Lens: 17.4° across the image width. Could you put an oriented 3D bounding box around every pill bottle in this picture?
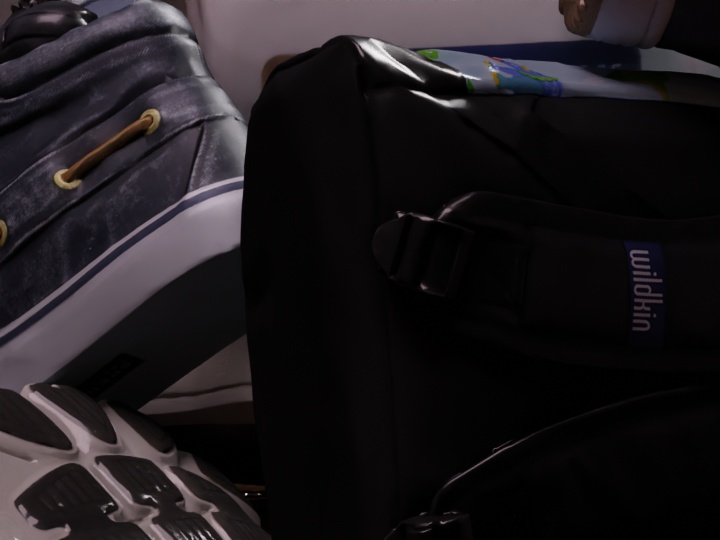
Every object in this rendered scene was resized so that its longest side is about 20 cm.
[{"bbox_3d":[0.038,-0.066,0.747,0.199,0.112,0.111,-4,16,-15],"label":"pill bottle"}]

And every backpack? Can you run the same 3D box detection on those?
[{"bbox_3d":[0.069,0.022,0.589,0.199,0.164,0.154,-7,1,-21],"label":"backpack"}]

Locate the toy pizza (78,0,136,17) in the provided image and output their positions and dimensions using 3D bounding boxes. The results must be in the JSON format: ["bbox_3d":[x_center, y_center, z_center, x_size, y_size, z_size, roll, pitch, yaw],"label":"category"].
[{"bbox_3d":[-0.131,-0.040,0.941,0.200,0.032,0.201,-31,28,19],"label":"toy pizza"}]

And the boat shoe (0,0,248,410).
[{"bbox_3d":[-0.109,0.011,0.673,0.200,0.091,0.071,-34,-26,13],"label":"boat shoe"}]

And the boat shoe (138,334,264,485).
[{"bbox_3d":[-0.063,0.036,0.747,0.199,0.060,0.074,-4,48,21],"label":"boat shoe"}]

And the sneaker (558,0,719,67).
[{"bbox_3d":[0.111,-0.088,0.619,0.108,0.071,0.200,11,16,2],"label":"sneaker"}]

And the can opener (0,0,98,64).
[{"bbox_3d":[-0.137,-0.039,0.812,0.200,0.063,0.079,-21,44,51],"label":"can opener"}]

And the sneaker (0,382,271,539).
[{"bbox_3d":[-0.103,0.083,0.589,0.199,0.084,0.081,-3,38,-46],"label":"sneaker"}]

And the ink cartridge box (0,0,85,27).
[{"bbox_3d":[-0.174,-0.117,1.129,0.199,0.145,0.084,8,22,41],"label":"ink cartridge box"}]
